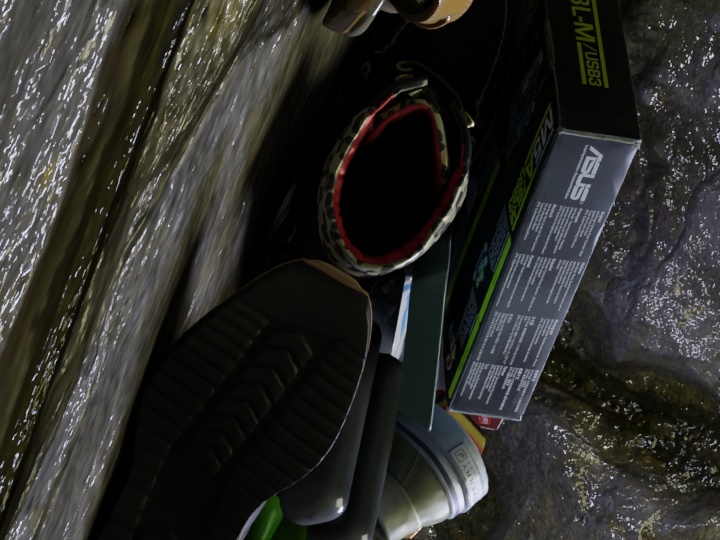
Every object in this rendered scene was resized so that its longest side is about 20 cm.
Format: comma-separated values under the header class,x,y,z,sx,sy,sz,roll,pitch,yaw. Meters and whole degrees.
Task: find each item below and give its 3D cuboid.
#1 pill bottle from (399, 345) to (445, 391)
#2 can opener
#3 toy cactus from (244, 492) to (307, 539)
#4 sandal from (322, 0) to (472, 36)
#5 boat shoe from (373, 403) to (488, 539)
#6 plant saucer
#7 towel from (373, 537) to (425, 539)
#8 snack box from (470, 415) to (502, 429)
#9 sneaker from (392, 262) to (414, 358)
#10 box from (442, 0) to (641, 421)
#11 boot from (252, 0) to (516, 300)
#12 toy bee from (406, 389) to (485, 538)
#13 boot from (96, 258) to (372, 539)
class,x,y,z,sx,sy,sz,roll,pitch,yaw
pill bottle,-0.001,0.097,1.516,0.104,0.104,0.201,-51,165,-69
can opener,-0.016,0.052,1.193,0.053,0.067,0.200,58,31,-36
toy cactus,-0.083,0.170,1.228,0.165,0.102,0.200,-46,-177,6
sandal,0.029,-0.132,1.058,0.081,0.054,0.200,-65,176,9
boat shoe,-0.012,0.080,1.247,0.062,0.072,0.200,-28,-157,-21
plant saucer,0.031,0.021,1.166,0.200,0.019,0.070,-76,171,-82
towel,-0.044,0.197,1.309,0.200,0.022,0.147,-2,-132,52
snack box,0.086,0.028,1.404,0.200,0.024,0.072,106,-6,-69
sneaker,0.000,0.000,1.333,0.073,0.072,0.200,-84,-170,-50
box,0.082,-0.062,1.247,0.194,0.047,0.200,-96,-162,-44
boot,0.028,-0.066,1.120,0.204,0.073,0.154,-60,-175,-15
toy bee,-0.005,0.163,1.429,0.200,0.131,0.109,-61,-165,18
boot,-0.049,0.048,1.076,0.200,0.077,0.138,-53,-174,31
